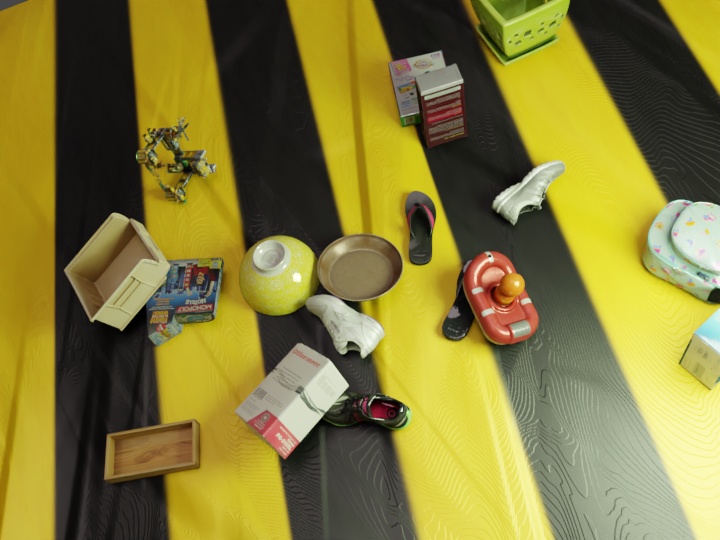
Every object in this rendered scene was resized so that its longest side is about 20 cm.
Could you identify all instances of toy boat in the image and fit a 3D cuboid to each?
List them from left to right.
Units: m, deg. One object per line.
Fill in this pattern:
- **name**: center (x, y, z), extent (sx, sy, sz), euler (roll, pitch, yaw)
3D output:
- **toy boat**: center (0.302, 0.046, 1.606), extent (0.129, 0.131, 0.202), euler (-14, 66, -22)

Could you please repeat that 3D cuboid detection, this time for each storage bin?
- **storage bin**: center (-0.568, -0.001, 1.793), extent (0.199, 0.094, 0.200), euler (-48, 51, 5)

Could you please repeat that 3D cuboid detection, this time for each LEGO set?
- **LEGO set**: center (-0.454, -0.272, 1.926), extent (0.115, 0.201, 0.155), euler (3, 44, 32)

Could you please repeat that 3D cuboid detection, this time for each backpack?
- **backpack**: center (0.701, -0.053, 1.603), extent (0.199, 0.154, 0.177), euler (27, 73, 31)

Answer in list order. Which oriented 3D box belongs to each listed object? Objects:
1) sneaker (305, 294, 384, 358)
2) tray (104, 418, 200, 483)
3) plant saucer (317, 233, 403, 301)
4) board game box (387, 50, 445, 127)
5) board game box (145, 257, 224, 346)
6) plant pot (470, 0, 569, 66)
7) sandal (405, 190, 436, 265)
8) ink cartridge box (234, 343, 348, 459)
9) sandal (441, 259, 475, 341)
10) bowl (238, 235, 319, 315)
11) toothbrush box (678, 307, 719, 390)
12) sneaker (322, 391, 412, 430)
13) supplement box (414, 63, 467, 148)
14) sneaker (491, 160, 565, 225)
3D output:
- **sneaker**: center (-0.048, 0.121, 1.683), extent (0.198, 0.075, 0.100), euler (26, 67, 24)
- **tray**: center (-0.441, 0.385, 1.627), extent (0.197, 0.037, 0.100), euler (-11, 59, 5)
- **plant saucer**: center (0.000, 0.000, 1.753), extent (0.197, 0.037, 0.202), euler (-2, 51, 2)
- **board game box**: center (0.163, -0.481, 2.016), extent (0.151, 0.040, 0.202), euler (-11, 58, 4)
- **board game box**: center (-0.422, 0.074, 1.790), extent (0.197, 0.062, 0.202), euler (-3, 60, 10)
- **plant pot**: center (0.409, -0.665, 1.995), extent (0.198, 0.182, 0.200), euler (-25, 59, -5)
- **sandal**: center (0.142, -0.109, 1.799), extent (0.074, 0.045, 0.202), euler (-4, 59, 8)
- **ink cartridge box**: center (-0.142, 0.264, 1.579), extent (0.200, 0.085, 0.144), euler (-47, 31, -16)
- **sandal**: center (0.237, 0.061, 1.683), extent (0.075, 0.043, 0.202), euler (13, 63, 17)
- **bowl**: center (-0.198, -0.008, 1.769), extent (0.197, 0.108, 0.202), euler (-5, 60, 8)
- **toothbrush box**: center (0.734, 0.117, 1.496), extent (0.199, 0.147, 0.085), euler (-38, 61, -12)
- **sneaker**: center (0.007, 0.279, 1.575), extent (0.197, 0.084, 0.078), euler (1, 59, 11)
- **supplement box**: center (0.198, -0.398, 1.867), extent (0.107, 0.201, 0.061), euler (-17, 56, 0)
- **sneaker**: center (0.405, -0.179, 1.788), extent (0.199, 0.075, 0.082), euler (-36, 74, -4)
